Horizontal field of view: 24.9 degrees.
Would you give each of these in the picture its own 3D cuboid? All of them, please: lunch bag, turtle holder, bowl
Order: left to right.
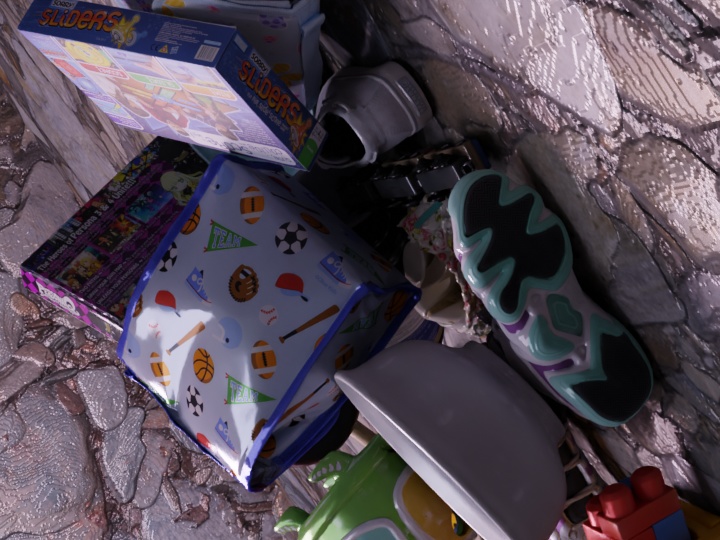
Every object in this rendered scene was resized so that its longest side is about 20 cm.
[{"bbox_3d":[-0.106,-0.212,1.189,0.200,0.127,0.170,45,166,12],"label":"lunch bag"},{"bbox_3d":[-0.080,0.042,1.237,0.170,0.200,0.124,41,-165,24],"label":"lunch bag"},{"bbox_3d":[0.035,0.187,1.331,0.132,0.186,0.141,41,-169,10],"label":"turtle holder"},{"bbox_3d":[0.081,0.114,1.158,0.201,0.090,0.201,44,173,7],"label":"bowl"}]

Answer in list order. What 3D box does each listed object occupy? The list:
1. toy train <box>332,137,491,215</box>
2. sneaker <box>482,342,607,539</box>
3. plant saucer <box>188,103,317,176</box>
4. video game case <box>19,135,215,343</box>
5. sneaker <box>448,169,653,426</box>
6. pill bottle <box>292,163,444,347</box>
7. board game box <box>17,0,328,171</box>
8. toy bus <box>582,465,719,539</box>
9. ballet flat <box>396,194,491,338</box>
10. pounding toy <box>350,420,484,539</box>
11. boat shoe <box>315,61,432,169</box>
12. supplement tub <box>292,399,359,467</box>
[{"bbox_3d":[0.039,-0.067,1.169,0.034,0.046,0.200,61,157,-11],"label":"toy train"},{"bbox_3d":[0.143,0.143,1.275,0.200,0.078,0.140,49,166,19],"label":"sneaker"},{"bbox_3d":[-0.101,-0.164,1.368,0.199,0.036,0.201,28,137,31],"label":"plant saucer"},{"bbox_3d":[-0.157,-0.017,1.395,0.181,0.200,0.036,28,145,19],"label":"video game case"},{"bbox_3d":[0.106,0.020,1.127,0.201,0.078,0.140,57,166,-11],"label":"sneaker"},{"bbox_3d":[0.000,0.000,1.371,0.112,0.112,0.200,43,163,38],"label":"pill bottle"},{"bbox_3d":[-0.136,-0.136,1.175,0.199,0.035,0.135,16,161,35],"label":"board game box"},{"bbox_3d":[0.189,0.242,1.157,0.136,0.199,0.193,21,137,63],"label":"toy bus"},{"bbox_3d":[0.063,0.000,1.257,0.076,0.064,0.200,44,164,33],"label":"ballet flat"},{"bbox_3d":[0.078,0.179,1.476,0.184,0.142,0.200,41,162,43],"label":"pounding toy"},{"bbox_3d":[-0.007,-0.106,1.222,0.072,0.068,0.200,57,166,-14],"label":"boat shoe"},{"bbox_3d":[-0.080,0.091,1.405,0.107,0.107,0.200,59,169,-21],"label":"supplement tub"}]
